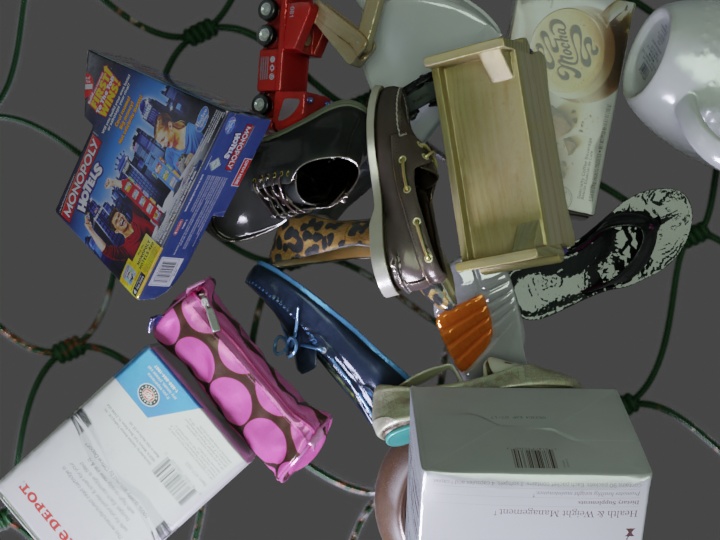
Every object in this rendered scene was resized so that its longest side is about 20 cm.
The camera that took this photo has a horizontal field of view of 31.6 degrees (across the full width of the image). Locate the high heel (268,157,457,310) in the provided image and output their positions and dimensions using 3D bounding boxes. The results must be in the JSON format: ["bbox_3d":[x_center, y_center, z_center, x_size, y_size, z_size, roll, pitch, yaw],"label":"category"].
[{"bbox_3d":[0.000,0.000,1.183,0.142,0.071,0.201,-41,54,9],"label":"high heel"}]

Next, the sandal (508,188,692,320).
[{"bbox_3d":[0.233,-0.011,1.216,0.199,0.048,0.076,-30,89,3],"label":"sandal"}]

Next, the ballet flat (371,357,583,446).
[{"bbox_3d":[0.105,0.110,1.170,0.197,0.068,0.063,-11,60,0],"label":"ballet flat"}]

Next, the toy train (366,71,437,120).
[{"bbox_3d":[-0.004,-0.135,1.207,0.198,0.046,0.034,-27,106,21],"label":"toy train"}]

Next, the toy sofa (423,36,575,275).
[{"bbox_3d":[0.124,-0.101,1.134,0.082,0.097,0.203,-10,88,29],"label":"toy sofa"}]

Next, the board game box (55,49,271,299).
[{"bbox_3d":[-0.204,-0.111,1.202,0.200,0.061,0.201,43,113,32],"label":"board game box"}]

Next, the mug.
[{"bbox_3d":[0.332,-0.149,1.126,0.173,0.201,0.148,18,132,-11],"label":"mug"}]

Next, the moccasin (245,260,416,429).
[{"bbox_3d":[-0.037,0.073,1.211,0.199,0.080,0.068,40,85,3],"label":"moccasin"}]

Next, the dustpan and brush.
[{"bbox_3d":[0.028,-0.237,1.223,0.200,0.057,0.140,41,112,1],"label":"dustpan and brush"}]

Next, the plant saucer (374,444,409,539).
[{"bbox_3d":[0.112,0.226,1.214,0.197,0.032,0.203,0,100,1],"label":"plant saucer"}]

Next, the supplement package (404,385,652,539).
[{"bbox_3d":[0.135,0.223,1.102,0.188,0.147,0.203,1,113,-1],"label":"supplement package"}]

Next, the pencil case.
[{"bbox_3d":[-0.109,0.101,1.201,0.200,0.094,0.091,47,48,3],"label":"pencil case"}]

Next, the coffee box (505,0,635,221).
[{"bbox_3d":[0.181,-0.157,1.202,0.111,0.080,0.203,12,90,2],"label":"coffee box"}]

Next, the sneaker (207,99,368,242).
[{"bbox_3d":[-0.076,-0.076,1.161,0.199,0.107,0.075,-34,110,24],"label":"sneaker"}]

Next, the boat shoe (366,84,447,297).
[{"bbox_3d":[0.041,-0.075,1.109,0.059,0.072,0.203,-10,62,17],"label":"boat shoe"}]

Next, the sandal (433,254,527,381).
[{"bbox_3d":[0.122,0.073,1.221,0.078,0.059,0.209,-14,111,9],"label":"sandal"}]

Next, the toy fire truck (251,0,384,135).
[{"bbox_3d":[-0.030,-0.226,1.194,0.140,0.049,0.203,4,90,35],"label":"toy fire truck"}]

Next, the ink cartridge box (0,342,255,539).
[{"bbox_3d":[-0.221,0.190,1.217,0.200,0.086,0.147,-42,88,3],"label":"ink cartridge box"}]
